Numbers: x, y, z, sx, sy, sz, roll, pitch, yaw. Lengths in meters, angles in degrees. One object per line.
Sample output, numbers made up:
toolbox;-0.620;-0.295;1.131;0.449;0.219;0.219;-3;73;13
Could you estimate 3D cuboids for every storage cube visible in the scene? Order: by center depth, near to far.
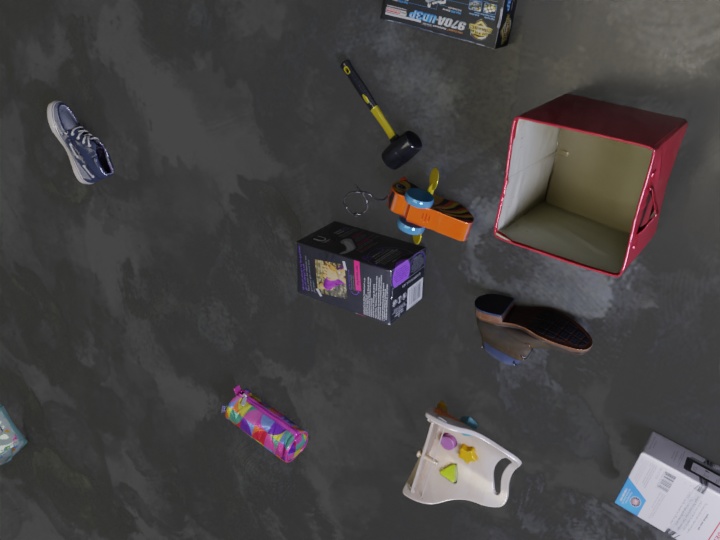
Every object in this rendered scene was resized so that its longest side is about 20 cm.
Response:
storage cube;0.304;-0.119;0.962;0.200;0.180;0.171;20;121;28

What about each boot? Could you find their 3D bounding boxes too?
boot;0.275;0.111;1.172;0.200;0.075;0.097;23;135;36
boot;-0.632;-0.299;1.666;0.090;0.073;0.200;-9;112;32

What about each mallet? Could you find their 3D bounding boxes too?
mallet;0.021;-0.257;1.211;0.200;0.041;0.066;52;128;11

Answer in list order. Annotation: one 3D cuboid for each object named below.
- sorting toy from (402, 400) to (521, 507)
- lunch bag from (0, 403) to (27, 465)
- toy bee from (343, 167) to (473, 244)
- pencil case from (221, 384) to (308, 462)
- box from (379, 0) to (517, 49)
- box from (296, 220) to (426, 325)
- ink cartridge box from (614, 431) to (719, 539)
sorting toy;0.192;0.345;1.319;0.180;0.107;0.200;23;122;18
lunch bag;-1.225;0.554;2.461;0.200;0.122;0.170;-41;81;33
toy bee;0.089;-0.118;1.192;0.200;0.109;0.131;34;122;-11
pencil case;-0.213;0.342;1.627;0.200;0.088;0.088;30;126;21
box;0.130;-0.421;1.044;0.200;0.046;0.159;24;123;27
box;0.000;0.000;1.283;0.200;0.122;0.106;18;121;30
ink cartridge box;0.505;0.348;1.097;0.200;0.068;0.116;28;125;24
